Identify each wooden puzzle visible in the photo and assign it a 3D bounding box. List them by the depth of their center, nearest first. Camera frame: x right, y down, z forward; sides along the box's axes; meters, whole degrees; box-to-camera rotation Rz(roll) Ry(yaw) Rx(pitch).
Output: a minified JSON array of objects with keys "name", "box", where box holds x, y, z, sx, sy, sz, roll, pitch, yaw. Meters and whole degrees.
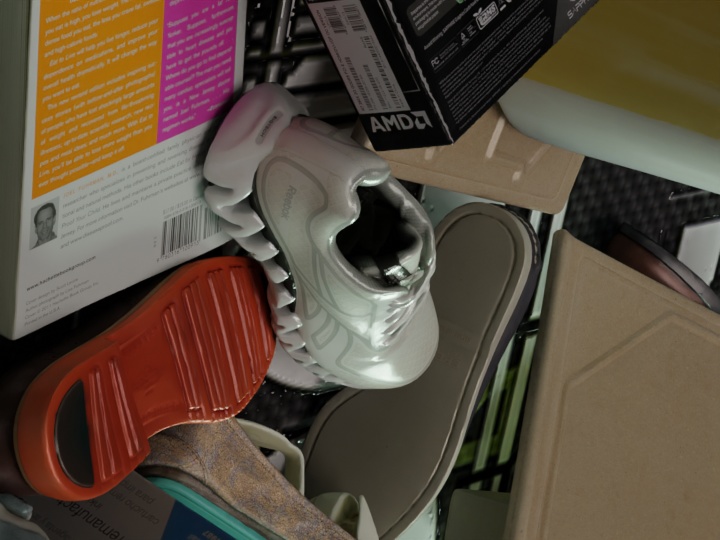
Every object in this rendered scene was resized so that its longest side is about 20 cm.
[{"name":"wooden puzzle","box":[0.071,-0.128,1.169,0.199,0.046,0.187,8,107,-56]},{"name":"wooden puzzle","box":[0.143,0.098,1.272,0.199,0.037,0.187,28,65,-39]}]

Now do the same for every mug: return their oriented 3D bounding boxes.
[{"name":"mug","box":[0.153,-0.104,1.117,0.186,0.153,0.150,11,105,-56]}]

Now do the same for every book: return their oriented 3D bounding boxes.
[{"name":"book","box":[-0.098,-0.085,0.998,0.133,0.048,0.202,-25,131,-43]}]

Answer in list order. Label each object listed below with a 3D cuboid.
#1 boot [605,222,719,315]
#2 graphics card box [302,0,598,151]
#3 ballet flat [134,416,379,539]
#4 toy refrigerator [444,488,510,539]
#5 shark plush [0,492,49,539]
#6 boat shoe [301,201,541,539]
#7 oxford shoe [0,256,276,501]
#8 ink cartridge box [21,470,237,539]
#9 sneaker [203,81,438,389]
[{"name":"boot","box":[0.117,0.089,1.362,0.200,0.068,0.189,-41,145,-12]},{"name":"graphics card box","box":[0.016,-0.165,1.003,0.126,0.051,0.201,-46,118,-37]},{"name":"ballet flat","box":[-0.030,0.122,1.161,0.200,0.068,0.068,47,47,-35]},{"name":"toy refrigerator","box":[0.080,0.220,1.284,0.076,0.070,0.202,10,90,-40]},{"name":"shark plush","box":[-0.163,0.126,0.954,0.091,0.199,0.083,-60,176,16]},{"name":"boat shoe","box":[0.033,0.060,1.217,0.201,0.072,0.063,-62,161,10]},{"name":"oxford shoe","box":[-0.104,0.040,1.063,0.200,0.072,0.072,-28,111,-57]},{"name":"ink cartridge box","box":[-0.129,0.207,1.060,0.200,0.147,0.145,-42,139,-24]},{"name":"sneaker","box":[0.000,0.000,1.094,0.075,0.081,0.200,-59,148,-18]}]
